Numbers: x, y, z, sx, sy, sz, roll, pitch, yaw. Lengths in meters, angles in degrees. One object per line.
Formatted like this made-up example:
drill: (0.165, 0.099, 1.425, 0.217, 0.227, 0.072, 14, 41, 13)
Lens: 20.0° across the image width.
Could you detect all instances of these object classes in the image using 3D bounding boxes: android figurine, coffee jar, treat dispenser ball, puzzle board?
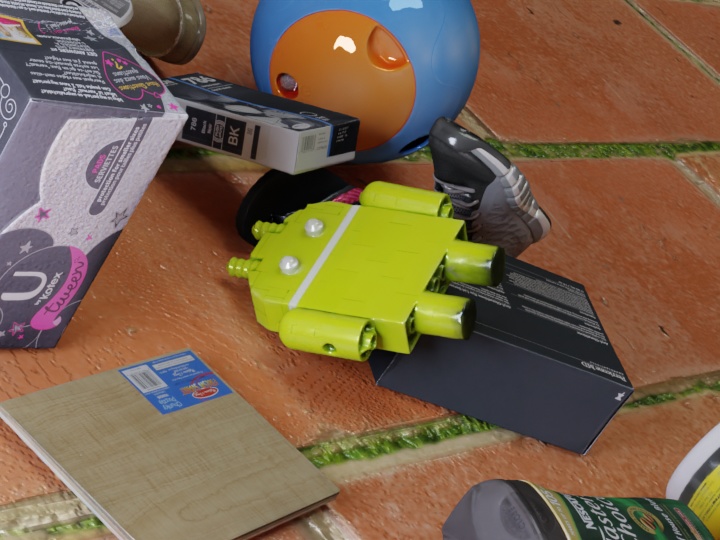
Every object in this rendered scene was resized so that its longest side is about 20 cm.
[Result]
android figurine: (0.000, 0.000, 1.506, 0.199, 0.041, 0.182, 11, 44, 23)
coffee jar: (0.154, 0.200, 1.390, 0.200, 0.085, 0.104, 11, 33, -38)
treat dispenser ball: (0.004, -0.193, 1.770, 0.200, 0.201, 0.201, 26, 26, -14)
puzzle board: (-0.119, 0.119, 1.299, 0.151, 0.017, 0.200, 41, 26, 19)

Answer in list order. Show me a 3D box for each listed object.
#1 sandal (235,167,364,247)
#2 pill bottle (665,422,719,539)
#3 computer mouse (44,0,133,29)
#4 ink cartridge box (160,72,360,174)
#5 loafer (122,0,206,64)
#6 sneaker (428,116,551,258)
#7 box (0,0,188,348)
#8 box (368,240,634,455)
sandal: (-0.014, -0.038, 1.621, 0.200, 0.075, 0.045, 10, 17, -44)
pill bottle: (0.338, 0.207, 1.558, 0.200, 0.113, 0.112, 47, 29, 26)
computer mouse: (-0.228, -0.162, 1.472, 0.109, 0.044, 0.200, 32, 32, 7)
ink cartridge box: (-0.110, -0.122, 1.614, 0.199, 0.039, 0.099, 16, 18, 25)
loafer: (-0.216, -0.239, 1.754, 0.200, 0.076, 0.067, 35, 25, 27)
sneaker: (0.085, -0.037, 1.674, 0.075, 0.116, 0.200, 35, -5, 35)
box: (-0.221, -0.057, 1.275, 0.132, 0.200, 0.115, 2, 41, -47)
box: (0.098, 0.049, 1.598, 0.199, 0.079, 0.141, 20, 26, -26)
